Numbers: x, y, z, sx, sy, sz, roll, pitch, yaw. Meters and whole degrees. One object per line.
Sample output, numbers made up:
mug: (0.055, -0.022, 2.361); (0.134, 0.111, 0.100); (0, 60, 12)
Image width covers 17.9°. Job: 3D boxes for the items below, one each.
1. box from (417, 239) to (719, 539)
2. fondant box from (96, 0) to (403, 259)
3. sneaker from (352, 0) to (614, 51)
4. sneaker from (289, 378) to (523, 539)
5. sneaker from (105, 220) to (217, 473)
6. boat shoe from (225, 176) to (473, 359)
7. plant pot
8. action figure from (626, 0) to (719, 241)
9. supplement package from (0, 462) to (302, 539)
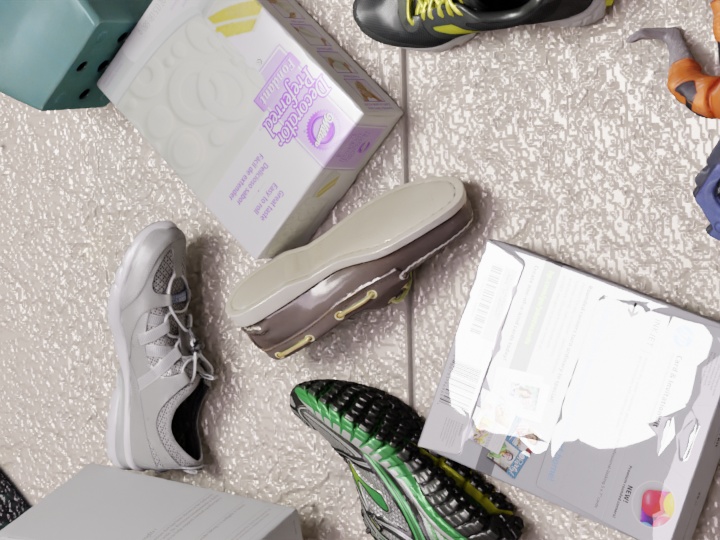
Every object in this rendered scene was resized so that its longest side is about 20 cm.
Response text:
box: (0.152, 0.083, 1.551); (0.200, 0.041, 0.156); (21, 96, 31)
fondant box: (-0.084, -0.127, 1.692); (0.200, 0.058, 0.144); (47, 114, 21)
sneaker: (0.072, -0.196, 1.573); (0.200, 0.085, 0.075); (-7, 88, 32)
sneaker: (0.017, 0.151, 1.627); (0.200, 0.078, 0.085); (44, 114, 23)
sneaker: (-0.140, 0.060, 1.735); (0.082, 0.075, 0.200); (11, 109, 26)
boat shoe: (0.000, 0.000, 1.642); (0.200, 0.072, 0.060); (-29, 117, 17)
plant pot: (-0.260, -0.221, 1.754); (0.200, 0.141, 0.141); (45, 114, 18)
action figure: (0.269, -0.122, 1.444); (0.194, 0.105, 0.200); (54, 142, 13)
supplement package: (-0.151, 0.234, 1.697); (0.200, 0.117, 0.117); (9, 120, 32)
